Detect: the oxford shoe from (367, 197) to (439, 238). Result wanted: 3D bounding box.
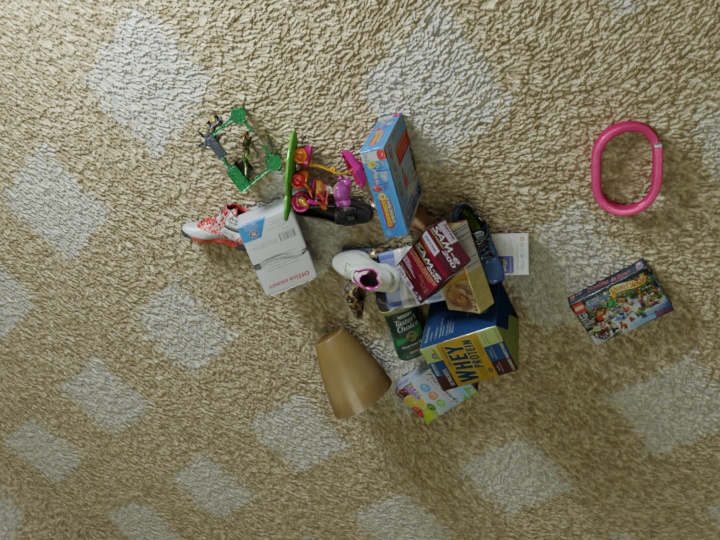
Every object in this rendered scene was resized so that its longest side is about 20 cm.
[{"bbox_3d":[0.110,-0.132,1.485,0.196,0.071,0.073,27,95,-1],"label":"oxford shoe"}]

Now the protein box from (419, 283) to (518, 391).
[{"bbox_3d":[0.271,0.155,1.526,0.196,0.200,0.137,-21,114,26],"label":"protein box"}]

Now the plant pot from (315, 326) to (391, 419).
[{"bbox_3d":[-0.038,0.265,1.710,0.183,0.186,0.204,-26,97,27],"label":"plant pot"}]

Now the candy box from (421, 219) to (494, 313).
[{"bbox_3d":[0.220,-0.009,1.416,0.114,0.055,0.205,2,118,59],"label":"candy box"}]

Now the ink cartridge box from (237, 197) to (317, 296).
[{"bbox_3d":[-0.207,-0.059,1.564,0.141,0.085,0.204,-19,118,-1],"label":"ink cartridge box"}]

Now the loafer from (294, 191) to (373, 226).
[{"bbox_3d":[-0.067,-0.138,1.509,0.194,0.064,0.073,12,132,14],"label":"loafer"}]

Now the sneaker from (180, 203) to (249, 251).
[{"bbox_3d":[-0.366,-0.126,1.607,0.195,0.068,0.110,13,123,3],"label":"sneaker"}]

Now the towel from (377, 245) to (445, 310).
[{"bbox_3d":[0.148,0.011,1.520,0.194,0.024,0.152,-10,93,5],"label":"towel"}]

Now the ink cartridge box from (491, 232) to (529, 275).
[{"bbox_3d":[0.300,-0.038,1.475,0.194,0.037,0.098,-1,93,14],"label":"ink cartridge box"}]

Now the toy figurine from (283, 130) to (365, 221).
[{"bbox_3d":[-0.078,-0.204,1.433,0.178,0.150,0.207,7,98,-1],"label":"toy figurine"}]

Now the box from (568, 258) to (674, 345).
[{"bbox_3d":[0.616,0.079,1.482,0.198,0.038,0.137,-33,108,29],"label":"box"}]

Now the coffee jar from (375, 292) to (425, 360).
[{"bbox_3d":[0.111,0.126,1.614,0.102,0.086,0.204,-22,115,3],"label":"coffee jar"}]

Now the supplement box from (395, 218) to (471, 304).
[{"bbox_3d":[0.158,-0.015,1.392,0.110,0.060,0.201,57,153,12],"label":"supplement box"}]

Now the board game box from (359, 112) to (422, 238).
[{"bbox_3d":[0.072,-0.209,1.354,0.054,0.202,0.200,-8,119,21],"label":"board game box"}]

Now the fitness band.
[{"bbox_3d":[0.562,-0.212,1.317,0.139,0.038,0.205,-3,119,17],"label":"fitness band"}]

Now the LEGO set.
[{"bbox_3d":[-0.283,-0.287,1.480,0.154,0.116,0.200,-45,108,2],"label":"LEGO set"}]

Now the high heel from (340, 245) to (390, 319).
[{"bbox_3d":[0.028,0.035,1.592,0.138,0.071,0.206,1,113,22],"label":"high heel"}]

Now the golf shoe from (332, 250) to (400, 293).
[{"bbox_3d":[0.000,0.000,1.501,0.196,0.090,0.078,19,105,33],"label":"golf shoe"}]

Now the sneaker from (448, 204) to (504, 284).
[{"bbox_3d":[0.265,-0.060,1.413,0.077,0.089,0.203,-29,84,-3],"label":"sneaker"}]

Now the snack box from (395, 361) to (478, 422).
[{"bbox_3d":[0.211,0.323,1.735,0.142,0.053,0.199,42,122,-14],"label":"snack box"}]
